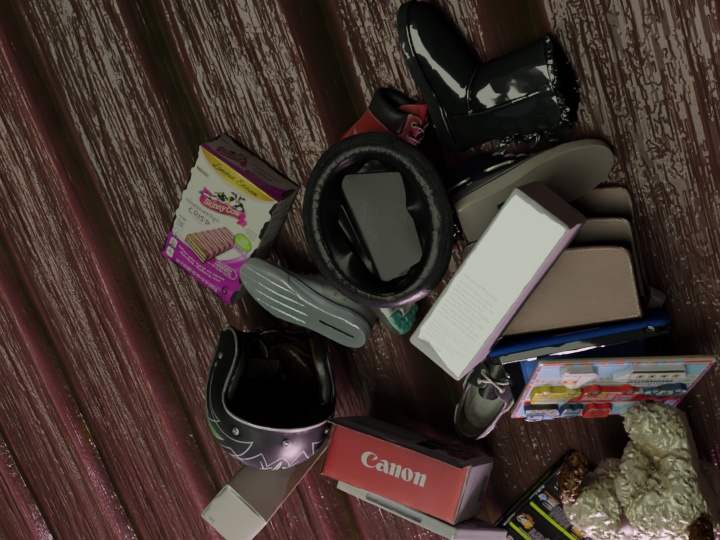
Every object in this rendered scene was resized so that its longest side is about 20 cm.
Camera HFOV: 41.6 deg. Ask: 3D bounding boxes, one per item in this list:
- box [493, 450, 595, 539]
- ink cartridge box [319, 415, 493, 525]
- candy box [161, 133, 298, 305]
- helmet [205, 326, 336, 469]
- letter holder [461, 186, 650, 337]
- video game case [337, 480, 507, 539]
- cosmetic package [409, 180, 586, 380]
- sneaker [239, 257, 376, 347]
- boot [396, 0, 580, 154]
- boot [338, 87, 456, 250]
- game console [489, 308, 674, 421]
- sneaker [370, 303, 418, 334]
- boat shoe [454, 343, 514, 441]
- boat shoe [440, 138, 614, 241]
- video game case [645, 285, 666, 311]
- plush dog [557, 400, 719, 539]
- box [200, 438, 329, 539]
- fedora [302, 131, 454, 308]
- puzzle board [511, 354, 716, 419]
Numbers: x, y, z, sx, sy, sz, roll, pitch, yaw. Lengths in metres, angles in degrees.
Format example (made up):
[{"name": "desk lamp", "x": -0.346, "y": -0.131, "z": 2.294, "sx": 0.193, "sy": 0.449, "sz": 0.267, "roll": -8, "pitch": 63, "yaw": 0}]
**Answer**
[{"name": "box", "x": 0.300, "y": 0.367, "z": 1.274, "sx": 0.199, "sy": 0.048, "sz": 0.194, "roll": 38, "pitch": 129, "yaw": 7}, {"name": "ink cartridge box", "x": 0.057, "y": 0.263, "z": 1.269, "sx": 0.198, "sy": 0.175, "sz": 0.085, "roll": 15, "pitch": 88, "yaw": 23}, {"name": "candy box", "x": -0.186, "y": -0.068, "z": 1.319, "sx": 0.136, "sy": 0.061, "sz": 0.201, "roll": 35, "pitch": 126, "yaw": 10}, {"name": "helmet", "x": -0.124, "y": 0.176, "z": 1.307, "sx": 0.199, "sy": 0.199, "sz": 0.193, "roll": -6, "pitch": 80, "yaw": 31}, {"name": "letter holder", "x": 0.212, "y": -0.011, "z": 1.074, "sx": 0.198, "sy": 0.100, "sz": 0.143, "roll": -10, "pitch": 97, "yaw": 24}, {"name": "video game case", "x": 0.084, "y": 0.328, "z": 1.300, "sx": 0.199, "sy": 0.143, "sz": 0.018, "roll": 15, "pitch": 85, "yaw": 39}, {"name": "cosmetic package", "x": 0.145, "y": 0.009, "z": 0.998, "sx": 0.071, "sy": 0.101, "sz": 0.201, "roll": 39, "pitch": 111, "yaw": 13}, {"name": "sneaker", "x": -0.069, "y": 0.034, "z": 1.292, "sx": 0.199, "sy": 0.071, "sz": 0.073, "roll": 30, "pitch": 134, "yaw": 2}, {"name": "boot", "x": 0.144, "y": -0.223, "z": 1.049, "sx": 0.161, "sy": 0.073, "sz": 0.199, "roll": -9, "pitch": 116, "yaw": 35}, {"name": "boot", "x": 0.066, "y": -0.120, "z": 1.148, "sx": 0.200, "sy": 0.072, "sz": 0.144, "roll": 46, "pitch": 126, "yaw": 6}, {"name": "game console", "x": 0.261, "y": 0.120, "z": 1.083, "sx": 0.198, "sy": 0.171, "sz": 0.119, "roll": -13, "pitch": 90, "yaw": 15}, {"name": "sneaker", "x": 0.000, "y": 0.000, "z": 1.251, "sx": 0.091, "sy": 0.077, "sz": 0.201, "roll": -33, "pitch": 88, "yaw": 45}, {"name": "boat shoe", "x": 0.168, "y": 0.144, "z": 1.206, "sx": 0.074, "sy": 0.060, "sz": 0.201, "roll": 33, "pitch": 137, "yaw": 11}, {"name": "boat shoe", "x": 0.182, "y": -0.113, "z": 1.085, "sx": 0.199, "sy": 0.093, "sz": 0.075, "roll": -23, "pitch": 130, "yaw": 5}, {"name": "video game case", "x": 0.243, "y": 0.055, "z": 1.163, "sx": 0.199, "sy": 0.023, "sz": 0.183, "roll": 30, "pitch": 125, "yaw": 14}, {"name": "plush dog", "x": 0.322, "y": 0.271, "z": 1.108, "sx": 0.171, "sy": 0.161, "sz": 0.200, "roll": -19, "pitch": 129, "yaw": 30}, {"name": "box", "x": -0.136, "y": 0.303, "z": 1.390, "sx": 0.078, "sy": 0.200, "sz": 0.095, "roll": 42, "pitch": 127, "yaw": 2}, {"name": "fedora", "x": 0.029, "y": -0.061, "z": 1.097, "sx": 0.199, "sy": 0.092, "sz": 0.203, "roll": 5, "pitch": 103, "yaw": 19}, {"name": "puzzle board", "x": 0.284, "y": 0.137, "z": 1.082, "sx": 0.198, "sy": 0.018, "sz": 0.151, "roll": -1, "pitch": 150, "yaw": -5}]
